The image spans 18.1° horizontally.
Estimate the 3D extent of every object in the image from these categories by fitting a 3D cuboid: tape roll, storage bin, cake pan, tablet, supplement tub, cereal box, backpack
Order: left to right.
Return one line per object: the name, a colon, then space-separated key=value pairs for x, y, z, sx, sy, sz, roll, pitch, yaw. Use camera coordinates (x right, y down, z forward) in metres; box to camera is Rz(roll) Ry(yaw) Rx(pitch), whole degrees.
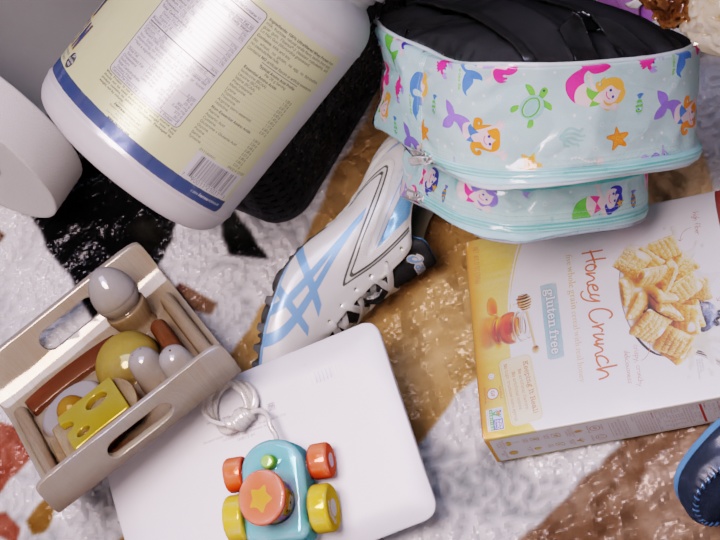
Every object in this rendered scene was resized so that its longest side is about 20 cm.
tape roll: x=-0.282 y=-0.108 z=1.538 sx=0.202 sy=0.203 sz=0.037 roll=24 pitch=73 yaw=29
cake pan: x=-0.224 y=-0.183 z=1.598 sx=0.199 sy=0.037 sz=0.201 roll=11 pitch=56 yaw=-16
supplement tub: x=-0.085 y=-0.141 z=1.389 sx=0.200 sy=0.145 sz=0.145 roll=-50 pitch=56 yaw=9
tablet: x=-0.061 y=0.126 z=1.408 sx=0.199 sy=0.014 sz=0.131 roll=-22 pitch=74 yaw=13
storage bin: x=-0.066 y=-0.151 z=1.548 sx=0.135 sy=0.094 sz=0.201 roll=21 pitch=72 yaw=29
backpack: x=0.111 y=-0.098 z=1.373 sx=0.177 sy=0.151 sz=0.200 roll=-8 pitch=11 yaw=-23
cereal box: x=0.168 y=0.031 z=1.391 sx=0.199 sy=0.040 sz=0.144 roll=-13 pitch=58 yaw=13

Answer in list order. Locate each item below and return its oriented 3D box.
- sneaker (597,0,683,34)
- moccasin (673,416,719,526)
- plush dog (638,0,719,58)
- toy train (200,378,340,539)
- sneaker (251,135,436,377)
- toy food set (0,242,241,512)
sneaker: x=0.157 y=-0.217 z=1.449 sx=0.073 sy=0.114 sz=0.201 roll=-38 pitch=92 yaw=12
moccasin: x=0.275 y=0.091 z=1.292 sx=0.199 sy=0.081 sz=0.068 roll=-31 pitch=44 yaw=2
plush dog: x=0.246 y=-0.164 z=1.301 sx=0.199 sy=0.161 sz=0.172 roll=3 pitch=19 yaw=32
toy train: x=-0.102 y=0.168 z=1.377 sx=0.150 sy=0.056 sz=0.201 roll=31 pitch=91 yaw=20
sneaker: x=0.000 y=0.000 z=1.455 sx=0.072 sy=0.072 sz=0.200 roll=31 pitch=79 yaw=23
toy food set: x=-0.169 y=0.061 z=1.446 sx=0.143 sy=0.060 sz=0.200 roll=-38 pitch=26 yaw=-4
